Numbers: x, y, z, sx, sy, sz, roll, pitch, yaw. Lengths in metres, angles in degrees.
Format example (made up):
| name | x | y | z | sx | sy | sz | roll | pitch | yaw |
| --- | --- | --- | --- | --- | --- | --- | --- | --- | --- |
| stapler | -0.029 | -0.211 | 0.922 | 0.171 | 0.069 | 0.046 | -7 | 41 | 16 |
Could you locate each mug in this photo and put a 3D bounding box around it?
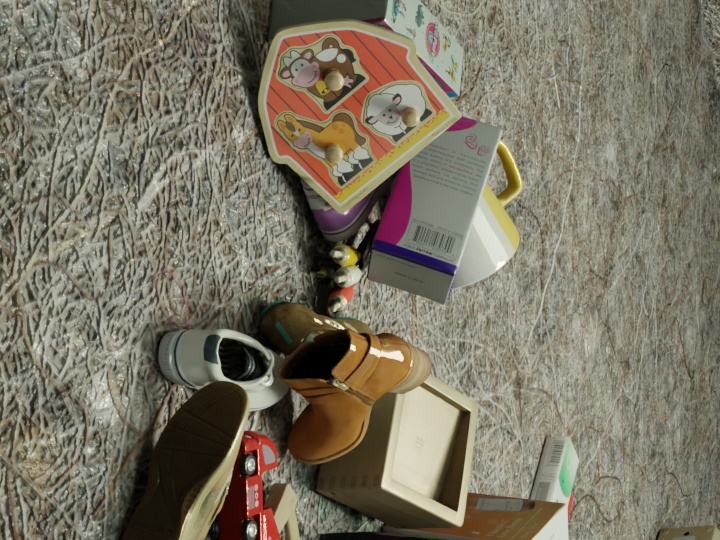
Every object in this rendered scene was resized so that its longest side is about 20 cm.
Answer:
| name | x | y | z | sx | sy | sz | roll | pitch | yaw |
| --- | --- | --- | --- | --- | --- | --- | --- | --- | --- |
| mug | 0.116 | -0.090 | 1.531 | 0.153 | 0.149 | 0.187 | 62 | 32 | -27 |

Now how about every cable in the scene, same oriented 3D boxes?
| name | x | y | z | sx | sy | sz | roll | pitch | yaw |
| --- | --- | --- | --- | --- | --- | --- | --- | --- | --- |
| cable | 0.000 | 0.000 | 1.389 | 0.200 | 0.050 | 0.097 | -29 | 127 | -61 |

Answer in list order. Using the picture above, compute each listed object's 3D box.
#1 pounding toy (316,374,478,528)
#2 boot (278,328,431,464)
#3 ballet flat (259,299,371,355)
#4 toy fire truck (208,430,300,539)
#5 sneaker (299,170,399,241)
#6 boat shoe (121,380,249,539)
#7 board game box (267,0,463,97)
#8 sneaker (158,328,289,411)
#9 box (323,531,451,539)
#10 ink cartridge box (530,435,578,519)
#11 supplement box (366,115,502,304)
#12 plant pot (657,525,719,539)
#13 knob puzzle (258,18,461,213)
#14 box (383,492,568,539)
| name | x | y | z | sx | sy | sz | roll | pitch | yaw |
| --- | --- | --- | --- | --- | --- | --- | --- | --- | --- |
| pounding toy | 0.044 | 0.198 | 1.410 | 0.184 | 0.142 | 0.200 | 34 | 56 | -40 |
| boot | -0.035 | 0.130 | 1.205 | 0.155 | 0.200 | 0.077 | 21 | 42 | -54 |
| ballet flat | -0.035 | 0.084 | 1.289 | 0.072 | 0.068 | 0.200 | 52 | 13 | 29 |
| toy fire truck | -0.098 | 0.261 | 1.202 | 0.141 | 0.049 | 0.201 | -2 | 91 | -62 |
| sneaker | -0.009 | -0.143 | 1.358 | 0.114 | 0.073 | 0.201 | 61 | 39 | -37 |
| boat shoe | -0.157 | 0.197 | 1.069 | 0.200 | 0.071 | 0.065 | -63 | 156 | -15 |
| board game box | 0.011 | -0.255 | 1.315 | 0.200 | 0.147 | 0.064 | 27 | 64 | -58 |
| sneaker | -0.115 | 0.101 | 1.150 | 0.200 | 0.071 | 0.073 | 21 | 71 | -60 |
| box | 0.071 | 0.375 | 1.354 | 0.148 | 0.200 | 0.125 | 21 | 72 | -61 |
| ink cartridge box | 0.356 | 0.414 | 2.055 | 0.200 | 0.050 | 0.161 | 61 | 39 | -39 |
| supplement box | 0.087 | -0.078 | 1.370 | 0.103 | 0.101 | 0.200 | 98 | 11 | -67 |
| plant pot | 0.772 | 0.705 | 2.694 | 0.200 | 0.199 | 0.177 | -49 | 120 | -52 |
| knob puzzle | -0.020 | -0.175 | 1.224 | 0.030 | 0.219 | 0.220 | -94 | 168 | -60 |
| box | 0.152 | 0.365 | 1.508 | 0.152 | 0.200 | 0.107 | -22 | 110 | -60 |
